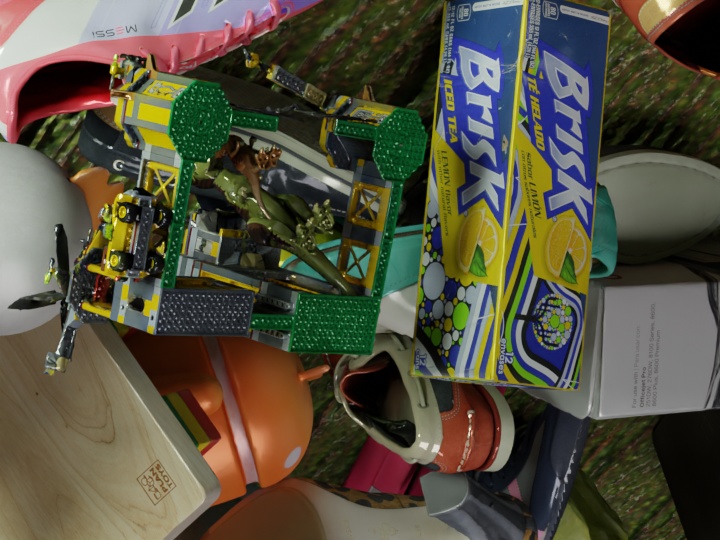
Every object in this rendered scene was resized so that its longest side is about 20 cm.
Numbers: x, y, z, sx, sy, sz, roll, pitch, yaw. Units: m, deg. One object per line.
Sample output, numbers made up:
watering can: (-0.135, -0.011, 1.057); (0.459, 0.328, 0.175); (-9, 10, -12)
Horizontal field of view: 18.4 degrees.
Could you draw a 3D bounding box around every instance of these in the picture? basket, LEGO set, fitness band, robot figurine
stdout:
basket: (0.301, 0.189, 1.629); (0.136, 0.201, 0.180); (-31, 148, 16)
LEGO set: (-0.073, -0.032, 1.067); (0.199, 0.115, 0.155); (-7, 107, -45)
fitness band: (0.034, 0.133, 1.458); (0.201, 0.037, 0.143); (-63, 161, 10)
robot figurine: (-0.114, 0.089, 1.325); (0.199, 0.117, 0.144); (-17, 132, -6)

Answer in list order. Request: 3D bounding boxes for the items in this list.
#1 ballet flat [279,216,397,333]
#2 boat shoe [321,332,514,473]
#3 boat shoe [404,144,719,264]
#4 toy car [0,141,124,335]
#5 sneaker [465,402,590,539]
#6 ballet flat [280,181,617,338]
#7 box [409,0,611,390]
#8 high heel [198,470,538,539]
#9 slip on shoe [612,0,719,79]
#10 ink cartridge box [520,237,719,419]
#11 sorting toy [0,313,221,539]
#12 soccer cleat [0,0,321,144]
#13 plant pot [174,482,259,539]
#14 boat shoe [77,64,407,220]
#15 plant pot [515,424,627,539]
ballet flat: (0.000, 0.000, 1.290); (0.200, 0.067, 0.067); (29, 109, -40)
boat shoe: (0.019, 0.070, 1.325); (0.062, 0.200, 0.072); (2, 106, -26)
boat shoe: (0.123, -0.043, 1.315); (0.200, 0.061, 0.072); (-6, 115, -24)
toy car: (-0.206, 0.002, 1.097); (0.199, 0.185, 0.177); (-14, 150, -32)
sneaker: (0.092, 0.144, 1.433); (0.082, 0.070, 0.201); (22, 127, 6)
ballet flat: (0.056, 0.002, 1.220); (0.199, 0.071, 0.067); (-15, 167, -17)
box: (0.079, -0.040, 1.158); (0.064, 0.201, 0.070); (8, 175, -38)
high heel: (0.006, 0.174, 1.372); (0.199, 0.072, 0.143); (-15, 153, 21)
slip on shoe: (0.207, -0.129, 1.226); (0.074, 0.061, 0.199); (-39, 145, 25)
ink cartridge box: (0.194, 0.032, 1.373); (0.199, 0.144, 0.085); (-3, 101, -26)
sorting toy: (-0.184, 0.094, 1.233); (0.199, 0.200, 0.069); (-43, 166, 27)
soccer cleat: (-0.090, -0.116, 1.064); (0.199, 0.077, 0.067); (-16, 148, -7)
plant pot: (-0.114, 0.205, 1.460); (0.134, 0.200, 0.201); (-40, 154, -20)
boat shoe: (-0.062, -0.059, 1.164); (0.199, 0.075, 0.062); (18, 115, -37)
plant pot: (0.091, 0.216, 1.589); (0.184, 0.201, 0.200); (-40, 145, 11)
